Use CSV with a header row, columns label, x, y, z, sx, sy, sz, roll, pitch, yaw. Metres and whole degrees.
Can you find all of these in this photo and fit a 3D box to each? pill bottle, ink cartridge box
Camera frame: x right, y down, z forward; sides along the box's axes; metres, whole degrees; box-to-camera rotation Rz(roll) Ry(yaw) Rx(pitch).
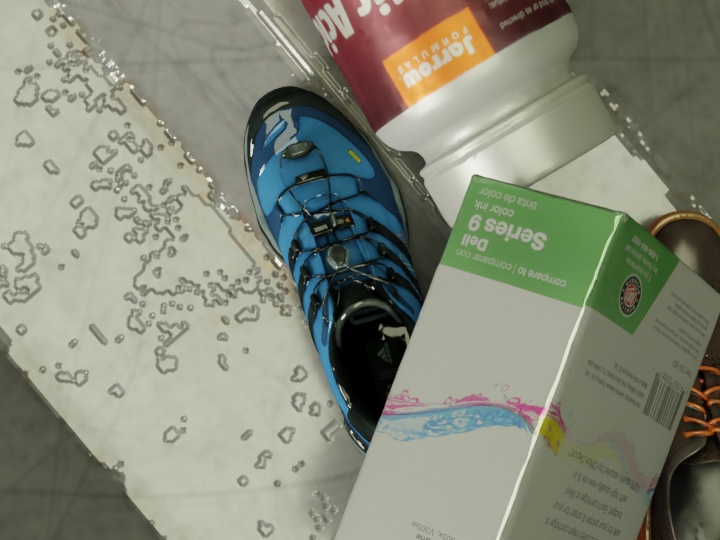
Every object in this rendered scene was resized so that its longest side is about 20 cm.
label,x,y,z,sx,sy,sz,roll,pitch,yaw
pill bottle,0.036,-0.130,0.906,0.114,0.114,0.201,-30,90,-4
ink cartridge box,0.078,0.077,0.857,0.087,0.145,0.201,16,83,32

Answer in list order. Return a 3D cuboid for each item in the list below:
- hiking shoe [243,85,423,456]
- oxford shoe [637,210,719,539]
label,x,y,z,sx,sy,sz,roll,pitch,yaw
hiking shoe,0.000,0.000,0.913,0.074,0.087,0.201,-23,90,-5
oxford shoe,0.175,0.069,0.932,0.071,0.073,0.202,-4,89,-4
